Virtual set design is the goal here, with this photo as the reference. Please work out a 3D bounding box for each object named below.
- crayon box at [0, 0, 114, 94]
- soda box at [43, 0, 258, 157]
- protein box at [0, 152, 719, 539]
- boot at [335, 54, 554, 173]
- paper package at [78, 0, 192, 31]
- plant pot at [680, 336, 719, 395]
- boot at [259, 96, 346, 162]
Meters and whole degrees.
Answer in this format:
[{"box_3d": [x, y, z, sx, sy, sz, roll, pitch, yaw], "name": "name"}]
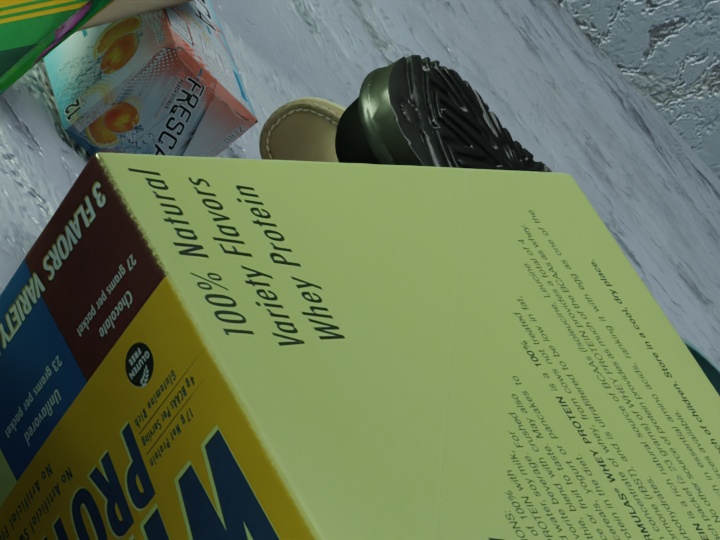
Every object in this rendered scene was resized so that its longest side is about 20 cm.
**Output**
[{"box_3d": [-0.183, -0.147, 1.052, 0.200, 0.119, 0.058, 51, 12, -2], "name": "crayon box"}, {"box_3d": [-0.109, -0.118, 1.370, 0.064, 0.068, 0.200, 44, 15, -34], "name": "soda box"}, {"box_3d": [0.007, 0.084, 0.880, 0.199, 0.135, 0.199, 1, 47, -44], "name": "protein box"}, {"box_3d": [0.001, 0.002, 1.214, 0.211, 0.157, 0.080, 38, 29, -58], "name": "boot"}, {"box_3d": [-0.098, -0.207, 1.231, 0.103, 0.191, 0.200, 30, 25, 20], "name": "paper package"}, {"box_3d": [0.161, 0.151, 1.436, 0.200, 0.134, 0.200, 49, 12, -14], "name": "plant pot"}, {"box_3d": [-0.002, -0.009, 1.462, 0.200, 0.072, 0.155, 55, 14, 13], "name": "boot"}]
